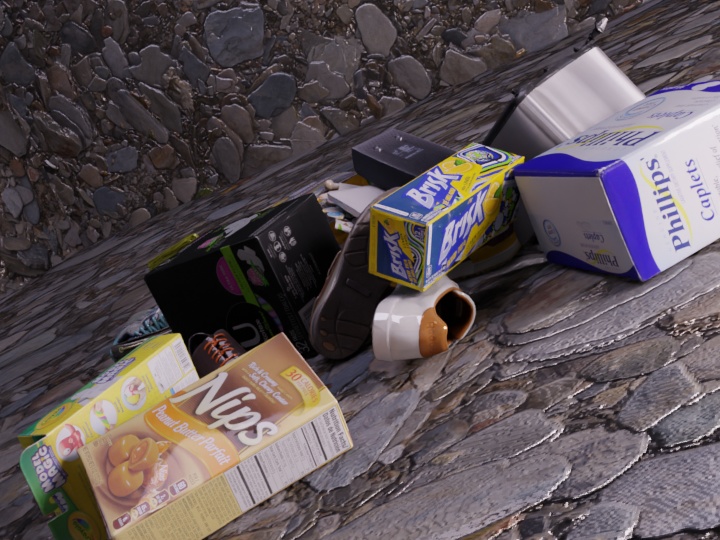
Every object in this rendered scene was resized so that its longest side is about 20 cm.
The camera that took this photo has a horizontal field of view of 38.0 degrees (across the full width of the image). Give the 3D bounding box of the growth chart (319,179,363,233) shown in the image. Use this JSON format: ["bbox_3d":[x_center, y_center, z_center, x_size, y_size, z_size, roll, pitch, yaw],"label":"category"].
[{"bbox_3d":[0.025,-0.060,1.280,0.142,0.018,0.201,6,27,-14],"label":"growth chart"}]

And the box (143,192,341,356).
[{"bbox_3d":[-0.124,0.022,1.215,0.198,0.151,0.124,-15,17,39],"label":"box"}]

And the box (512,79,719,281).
[{"bbox_3d":[0.273,-0.089,0.969,0.198,0.106,0.184,-29,12,-12],"label":"box"}]

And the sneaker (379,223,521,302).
[{"bbox_3d":[0.074,-0.028,1.157,0.197,0.091,0.075,-22,12,16],"label":"sneaker"}]

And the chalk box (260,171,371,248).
[{"bbox_3d":[-0.052,-0.055,1.458,0.123,0.126,0.199,-30,12,-16],"label":"chalk box"}]

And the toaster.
[{"bbox_3d":[0.218,-0.146,1.166,0.180,0.119,0.201,-37,-13,-41],"label":"toaster"}]

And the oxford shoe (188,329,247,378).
[{"bbox_3d":[-0.144,0.105,1.095,0.070,0.074,0.199,-30,13,-23],"label":"oxford shoe"}]

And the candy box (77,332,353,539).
[{"bbox_3d":[-0.118,0.143,0.843,0.198,0.056,0.115,-30,37,-13],"label":"candy box"}]

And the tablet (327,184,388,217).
[{"bbox_3d":[0.068,-0.084,1.310,0.198,0.014,0.129,-14,37,-41],"label":"tablet"}]

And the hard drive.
[{"bbox_3d":[0.096,-0.121,1.331,0.197,0.043,0.135,24,28,19],"label":"hard drive"}]

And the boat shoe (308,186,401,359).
[{"bbox_3d":[0.000,0.000,1.108,0.202,0.075,0.072,-57,11,-14],"label":"boat shoe"}]

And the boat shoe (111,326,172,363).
[{"bbox_3d":[-0.236,0.084,1.398,0.199,0.061,0.072,-28,10,-9],"label":"boat shoe"}]

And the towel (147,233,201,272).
[{"bbox_3d":[-0.186,0.009,1.388,0.085,0.018,0.199,-29,-33,22],"label":"towel"}]

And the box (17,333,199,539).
[{"bbox_3d":[-0.214,0.156,0.925,0.048,0.119,0.200,-9,20,35],"label":"box"}]

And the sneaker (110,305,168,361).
[{"bbox_3d":[-0.279,0.087,1.478,0.198,0.078,0.087,-30,13,36],"label":"sneaker"}]

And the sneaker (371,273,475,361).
[{"bbox_3d":[0.074,0.036,0.990,0.083,0.074,0.200,0,21,16],"label":"sneaker"}]

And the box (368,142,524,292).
[{"bbox_3d":[0.086,-0.056,1.004,0.063,0.071,0.199,18,32,28],"label":"box"}]
